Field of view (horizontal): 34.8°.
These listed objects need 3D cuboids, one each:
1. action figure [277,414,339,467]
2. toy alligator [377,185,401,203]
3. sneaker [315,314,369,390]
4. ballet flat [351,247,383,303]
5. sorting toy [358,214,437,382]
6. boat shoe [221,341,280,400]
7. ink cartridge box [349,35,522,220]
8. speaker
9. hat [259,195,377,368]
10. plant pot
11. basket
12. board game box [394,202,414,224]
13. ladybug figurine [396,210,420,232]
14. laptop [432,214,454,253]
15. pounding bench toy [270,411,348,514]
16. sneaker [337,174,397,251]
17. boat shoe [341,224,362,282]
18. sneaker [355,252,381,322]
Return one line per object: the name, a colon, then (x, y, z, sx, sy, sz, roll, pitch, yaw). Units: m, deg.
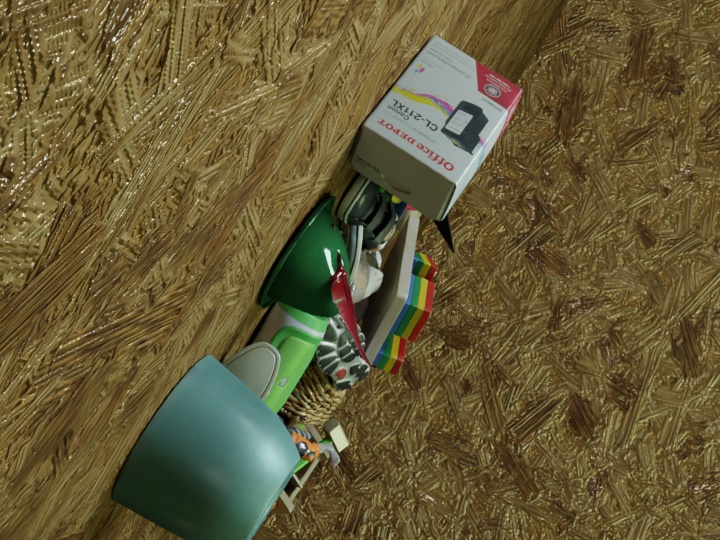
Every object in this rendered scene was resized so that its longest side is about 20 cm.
action figure: (-0.154, 0.259, 1.758, 0.197, 0.193, 0.106, -11, -128, 34)
toy alligator: (0.038, -0.131, 1.789, 0.053, 0.060, 0.201, 0, 138, -31)
sneaker: (-0.043, 0.112, 1.718, 0.080, 0.084, 0.201, -32, 154, -12)
ballet flat: (0.000, 0.000, 1.752, 0.201, 0.066, 0.069, -96, -155, -62)
sorting toy: (0.063, 0.053, 1.835, 0.200, 0.069, 0.201, -78, -169, -50)
boat shoe: (-0.167, 0.173, 1.493, 0.202, 0.074, 0.062, -57, 173, 11)
ink cartridge box: (0.099, -0.185, 1.483, 0.201, 0.145, 0.083, -54, 173, -34)
speaker: (-0.126, 0.136, 1.610, 0.202, 0.088, 0.088, -58, 175, 8)
hat: (-0.019, 0.031, 1.473, 0.201, 0.175, 0.166, -54, 174, -29)
plant pot: (-0.168, 0.230, 1.346, 0.202, 0.160, 0.201, -56, 175, -7)
basket: (-0.076, 0.148, 1.840, 0.150, 0.142, 0.200, -57, 175, 6)
board game box: (0.090, -0.149, 1.843, 0.201, 0.038, 0.160, 120, -19, -45)
ladybug figurine: (0.102, -0.161, 2.081, 0.202, 0.071, 0.136, -60, 175, 24)
laptop: (0.124, -0.172, 1.644, 0.201, 0.115, 0.188, -55, 153, -25)
pounding bench toy: (-0.131, 0.316, 1.910, 0.198, 0.125, 0.156, -10, -149, 41)
sneaker: (0.015, -0.083, 1.699, 0.079, 0.079, 0.200, -55, 173, -8)
boat shoe: (-0.048, 0.003, 1.654, 0.201, 0.061, 0.074, 120, -19, -49)
sneaker: (-0.019, 0.003, 1.929, 0.073, 0.080, 0.201, -29, -151, 28)
